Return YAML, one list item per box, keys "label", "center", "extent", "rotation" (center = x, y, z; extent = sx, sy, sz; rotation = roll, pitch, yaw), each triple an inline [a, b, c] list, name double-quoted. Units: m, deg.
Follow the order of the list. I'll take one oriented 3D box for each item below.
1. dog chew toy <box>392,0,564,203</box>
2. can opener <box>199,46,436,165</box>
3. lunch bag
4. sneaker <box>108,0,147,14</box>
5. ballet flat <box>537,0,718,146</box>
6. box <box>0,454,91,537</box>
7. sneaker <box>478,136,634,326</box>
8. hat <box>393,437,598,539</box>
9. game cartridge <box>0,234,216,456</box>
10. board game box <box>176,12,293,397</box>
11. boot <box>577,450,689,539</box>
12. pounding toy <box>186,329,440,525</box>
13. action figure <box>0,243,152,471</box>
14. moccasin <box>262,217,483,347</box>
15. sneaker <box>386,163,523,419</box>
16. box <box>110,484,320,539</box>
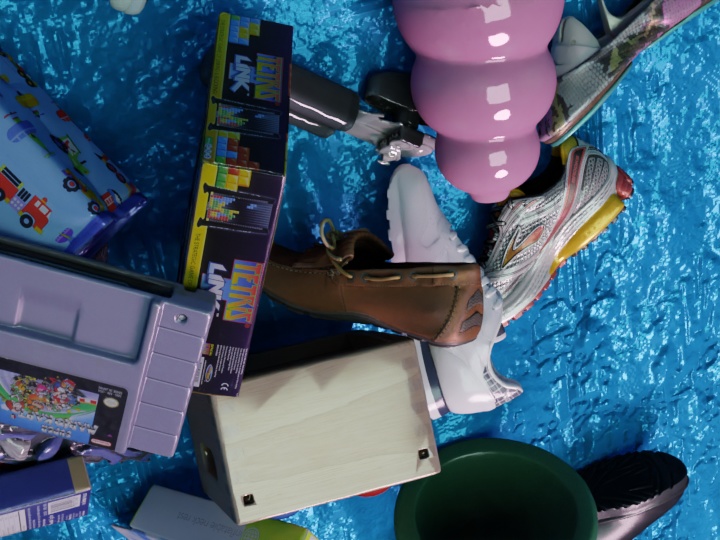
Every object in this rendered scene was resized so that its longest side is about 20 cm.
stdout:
- label: "dog chew toy"
  center: [0.089, -0.149, 1.031]
  extent: [0.124, 0.124, 0.202]
  rotation: [-11, 109, -17]
- label: "can opener"
  center: [-0.024, -0.130, 1.057]
  extent: [0.199, 0.053, 0.067]
  rotation: [16, 73, -30]
- label: "lunch bag"
  center: [-0.269, -0.026, 0.944]
  extent: [0.200, 0.094, 0.151]
  rotation: [-43, 92, 15]
- label: "sneaker"
  center: [-0.176, -0.263, 0.915]
  extent: [0.080, 0.075, 0.201]
  rotation: [-9, 117, -3]
- label: "ballet flat"
  center: [0.197, -0.186, 1.111]
  extent: [0.200, 0.069, 0.071]
  rotation: [-42, 105, -3]
- label: "box"
  center: [-0.302, 0.186, 1.057]
  extent: [0.199, 0.121, 0.033]
  rotation: [-14, 75, -17]
- label: "sneaker"
  center: [0.125, -0.027, 1.158]
  extent: [0.082, 0.078, 0.200]
  rotation: [42, 93, -15]
- label: "hat"
  center: [0.111, 0.264, 1.267]
  extent: [0.166, 0.199, 0.177]
  rotation: [-54, 150, -36]
- label: "game cartridge"
  center: [-0.202, 0.047, 0.910]
  extent: [0.199, 0.038, 0.130]
  rotation: [15, 118, -6]
- label: "board game box"
  center: [-0.088, -0.043, 0.962]
  extent: [0.056, 0.166, 0.201]
  rotation: [9, 132, -7]
- label: "boot"
  center: [0.226, 0.274, 1.336]
  extent: [0.199, 0.077, 0.169]
  rotation: [-23, 118, -3]
- label: "pounding toy"
  center: [-0.032, 0.130, 1.107]
  extent: [0.183, 0.200, 0.143]
  rotation: [-12, 93, -15]
- label: "action figure"
  center: [-0.220, 0.083, 1.069]
  extent: [0.193, 0.105, 0.200]
  rotation: [-45, 151, 11]
- label: "moccasin"
  center: [-0.001, 0.000, 1.049]
  extent: [0.073, 0.200, 0.078]
  rotation: [-10, 109, -49]
- label: "sneaker"
  center: [0.069, 0.012, 1.108]
  extent: [0.080, 0.076, 0.202]
  rotation: [-12, 95, 12]
- label: "box"
  center: [-0.091, 0.230, 1.130]
  extent: [0.122, 0.199, 0.048]
  rotation: [49, 60, -41]
